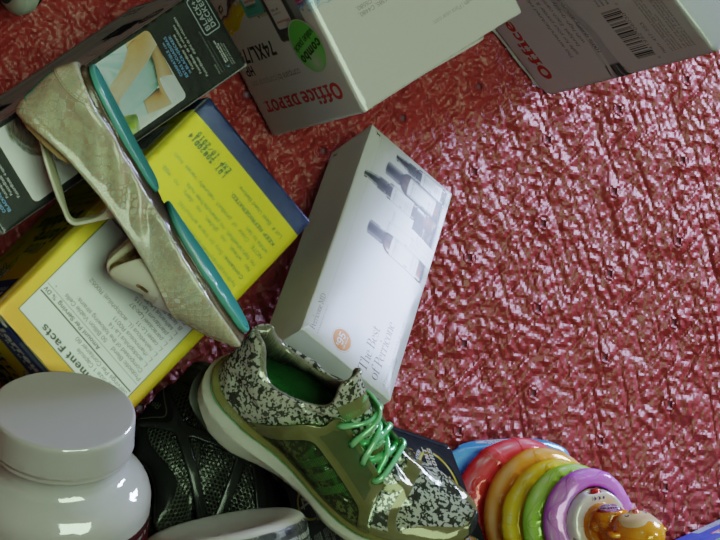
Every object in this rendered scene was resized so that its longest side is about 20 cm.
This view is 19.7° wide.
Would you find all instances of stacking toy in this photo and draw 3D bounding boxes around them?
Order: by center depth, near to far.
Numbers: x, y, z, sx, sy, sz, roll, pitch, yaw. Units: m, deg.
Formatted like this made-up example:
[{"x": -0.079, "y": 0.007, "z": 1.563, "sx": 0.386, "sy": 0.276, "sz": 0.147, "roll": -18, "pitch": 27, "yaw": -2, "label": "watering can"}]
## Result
[{"x": 0.144, "y": 0.173, "z": 1.423, "sx": 0.115, "sy": 0.200, "sz": 0.111, "roll": -1, "pitch": 88, "yaw": -26, "label": "stacking toy"}]

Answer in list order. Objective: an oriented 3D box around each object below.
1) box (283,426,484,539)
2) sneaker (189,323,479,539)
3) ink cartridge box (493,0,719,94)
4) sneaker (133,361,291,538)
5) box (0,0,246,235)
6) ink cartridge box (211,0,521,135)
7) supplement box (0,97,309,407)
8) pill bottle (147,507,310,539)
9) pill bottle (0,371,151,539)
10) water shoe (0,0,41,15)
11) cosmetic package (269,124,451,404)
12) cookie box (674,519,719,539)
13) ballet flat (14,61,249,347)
[{"x": 0.028, "y": 0.194, "z": 1.363, "sx": 0.161, "sy": 0.049, "sz": 0.201, "roll": 21, "pitch": 41, "yaw": -46, "label": "box"}, {"x": -0.009, "y": 0.103, "z": 1.278, "sx": 0.199, "sy": 0.089, "sz": 0.077, "roll": 31, "pitch": 46, "yaw": -1, "label": "sneaker"}, {"x": 0.166, "y": -0.216, "z": 1.453, "sx": 0.147, "sy": 0.199, "sz": 0.086, "roll": 49, "pitch": 67, "yaw": -17, "label": "ink cartridge box"}, {"x": -0.089, "y": 0.172, "z": 1.373, "sx": 0.114, "sy": 0.076, "sz": 0.200, "roll": -39, "pitch": 102, "yaw": -22, "label": "sneaker"}, {"x": -0.183, "y": -0.099, "z": 1.313, "sx": 0.200, "sy": 0.116, "sz": 0.060, "roll": -37, "pitch": 107, "yaw": -25, "label": "box"}, {"x": -0.021, "y": -0.217, "z": 1.385, "sx": 0.146, "sy": 0.146, "sz": 0.201, "roll": -33, "pitch": 102, "yaw": -25, "label": "ink cartridge box"}, {"x": -0.150, "y": -0.001, "z": 1.328, "sx": 0.200, "sy": 0.109, "sz": 0.109, "roll": -46, "pitch": 108, "yaw": -22, "label": "supplement box"}, {"x": -0.068, "y": 0.256, "z": 1.280, "sx": 0.105, "sy": 0.106, "sz": 0.202, "roll": -10, "pitch": 92, "yaw": -27, "label": "pill bottle"}, {"x": -0.183, "y": 0.168, "z": 1.238, "sx": 0.112, "sy": 0.113, "sz": 0.202, "roll": -7, "pitch": 122, "yaw": -27, "label": "pill bottle"}, {"x": -0.181, "y": -0.258, "z": 1.345, "sx": 0.078, "sy": 0.071, "sz": 0.202, "roll": 15, "pitch": 81, "yaw": -28, "label": "water shoe"}, {"x": 0.000, "y": 0.000, "z": 1.392, "sx": 0.082, "sy": 0.051, "sz": 0.201, "roll": 37, "pitch": 44, "yaw": -20, "label": "cosmetic package"}, {"x": 0.318, "y": 0.287, "z": 1.579, "sx": 0.170, "sy": 0.075, "sz": 0.202, "roll": -19, "pitch": 96, "yaw": -26, "label": "cookie box"}, {"x": -0.140, "y": -0.031, "z": 1.247, "sx": 0.062, "sy": 0.067, "sz": 0.201, "roll": -30, "pitch": 102, "yaw": 2, "label": "ballet flat"}]
